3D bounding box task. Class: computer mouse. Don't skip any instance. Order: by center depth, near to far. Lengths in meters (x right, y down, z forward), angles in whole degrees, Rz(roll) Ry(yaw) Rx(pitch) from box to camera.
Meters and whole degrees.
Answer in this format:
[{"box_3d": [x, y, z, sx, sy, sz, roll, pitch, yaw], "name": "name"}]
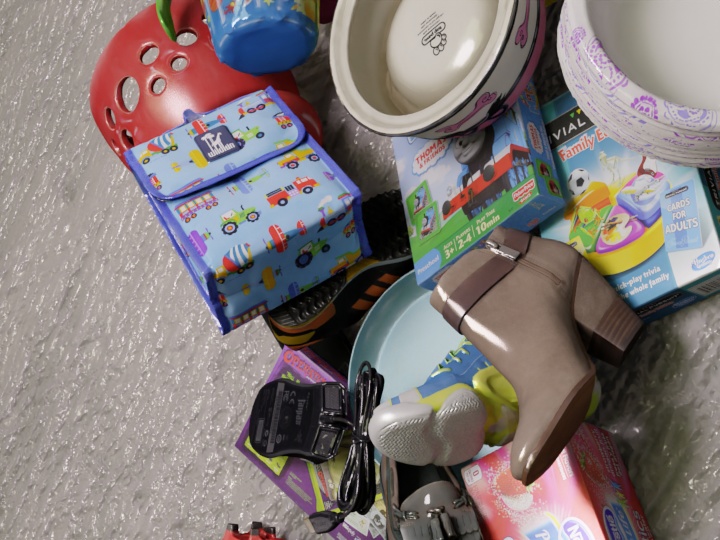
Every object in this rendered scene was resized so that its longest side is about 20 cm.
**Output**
[{"box_3d": [-0.035, 0.162, 1.212, 0.199, 0.046, 0.143, -16, 64, 53], "name": "computer mouse"}]

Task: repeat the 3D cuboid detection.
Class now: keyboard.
[{"box_3d": [-0.047, 0.033, 1.340, 0.104, 0.039, 0.201, -49, 63, 35], "name": "keyboard"}]

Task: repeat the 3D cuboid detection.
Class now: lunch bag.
[{"box_3d": [-0.105, -0.071, 1.205, 0.149, 0.095, 0.201, -28, 56, -12], "name": "lunch bag"}]

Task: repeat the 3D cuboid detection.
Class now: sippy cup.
[{"box_3d": [-0.092, -0.258, 1.274, 0.177, 0.138, 0.132, -33, 58, 42], "name": "sippy cup"}]

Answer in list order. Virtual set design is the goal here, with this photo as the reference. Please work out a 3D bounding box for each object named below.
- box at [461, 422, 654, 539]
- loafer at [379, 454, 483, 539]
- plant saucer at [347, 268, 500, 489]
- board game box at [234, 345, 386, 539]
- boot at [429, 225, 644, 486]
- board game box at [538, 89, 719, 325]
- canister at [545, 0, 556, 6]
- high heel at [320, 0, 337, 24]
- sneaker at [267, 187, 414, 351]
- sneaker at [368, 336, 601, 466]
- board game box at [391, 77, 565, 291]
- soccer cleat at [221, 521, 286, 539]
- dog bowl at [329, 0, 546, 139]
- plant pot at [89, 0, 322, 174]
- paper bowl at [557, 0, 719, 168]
[{"box_3d": [0.165, 0.224, 1.038, 0.099, 0.095, 0.202, -32, 58, 25], "name": "box"}, {"box_3d": [0.049, 0.178, 1.070, 0.200, 0.071, 0.064, -116, 18, -63], "name": "loafer"}, {"box_3d": [0.079, 0.090, 1.188, 0.198, 0.027, 0.203, -10, 71, 30], "name": "plant saucer"}, {"box_3d": [-0.024, 0.168, 1.272, 0.199, 0.032, 0.121, 37, 110, 34], "name": "board game box"}, {"box_3d": [0.115, 0.053, 1.028, 0.145, 0.200, 0.071, 31, 140, 18], "name": "boot"}, {"box_3d": [0.212, -0.061, 1.106, 0.150, 0.047, 0.203, -29, 61, 36], "name": "board game box"}, {"box_3d": [0.081, -0.266, 1.261, 0.199, 0.086, 0.150, -27, 61, 35], "name": "canister"}, {"box_3d": [0.010, -0.338, 1.362, 0.095, 0.067, 0.202, 14, 76, 55], "name": "high heel"}, {"box_3d": [0.000, 0.000, 1.254, 0.199, 0.090, 0.070, -33, 66, -15], "name": "sneaker"}, {"box_3d": [0.086, 0.088, 1.082, 0.076, 0.197, 0.106, 109, 147, -41], "name": "sneaker"}, {"box_3d": [0.092, -0.104, 1.183, 0.151, 0.036, 0.202, -38, 47, 38], "name": "board game box"}, {"box_3d": [-0.065, 0.291, 1.277, 0.199, 0.068, 0.087, 7, 93, 48], "name": "soccer cleat"}, {"box_3d": [0.069, -0.200, 1.146, 0.198, 0.073, 0.203, -14, 69, 39], "name": "dog bowl"}, {"box_3d": [-0.144, -0.148, 1.376, 0.183, 0.199, 0.201, 49, 113, 31], "name": "plant pot"}, {"box_3d": [0.245, -0.170, 1.023, 0.197, 0.105, 0.203, 0, 66, -1], "name": "paper bowl"}]
